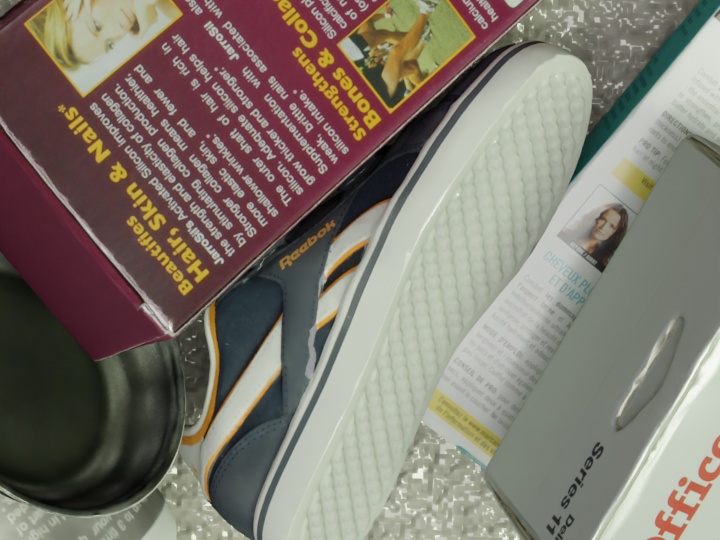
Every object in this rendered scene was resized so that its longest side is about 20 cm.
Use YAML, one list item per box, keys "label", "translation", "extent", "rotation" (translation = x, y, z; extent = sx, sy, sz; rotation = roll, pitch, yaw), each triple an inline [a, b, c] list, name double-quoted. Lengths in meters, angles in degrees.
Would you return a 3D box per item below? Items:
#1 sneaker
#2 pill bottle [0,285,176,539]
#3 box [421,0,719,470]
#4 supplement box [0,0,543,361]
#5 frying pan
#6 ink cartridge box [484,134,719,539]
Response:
- label: "sneaker"
  translation: [0.000, 0.000, 0.971]
  extent: [0.079, 0.078, 0.200]
  rotation: [34, 96, 32]
- label: "pill bottle"
  translation: [-0.137, 0.083, 0.999]
  extent: [0.114, 0.114, 0.200]
  rotation: [-34, 99, 7]
- label: "box"
  translation: [0.104, -0.011, 1.008]
  extent: [0.082, 0.049, 0.200]
  rotation: [39, 100, -7]
- label: "supplement box"
  translation: [-0.040, -0.077, 0.936]
  extent: [0.200, 0.086, 0.110]
  rotation: [-43, 99, -22]
- label: "frying pan"
  translation: [-0.116, -0.004, 0.957]
  extent: [0.031, 0.115, 0.191]
  rotation: [-31, 64, 40]
- label: "ink cartridge box"
  translation: [0.164, 0.061, 0.970]
  extent: [0.200, 0.083, 0.147]
  rotation: [25, 102, -29]
